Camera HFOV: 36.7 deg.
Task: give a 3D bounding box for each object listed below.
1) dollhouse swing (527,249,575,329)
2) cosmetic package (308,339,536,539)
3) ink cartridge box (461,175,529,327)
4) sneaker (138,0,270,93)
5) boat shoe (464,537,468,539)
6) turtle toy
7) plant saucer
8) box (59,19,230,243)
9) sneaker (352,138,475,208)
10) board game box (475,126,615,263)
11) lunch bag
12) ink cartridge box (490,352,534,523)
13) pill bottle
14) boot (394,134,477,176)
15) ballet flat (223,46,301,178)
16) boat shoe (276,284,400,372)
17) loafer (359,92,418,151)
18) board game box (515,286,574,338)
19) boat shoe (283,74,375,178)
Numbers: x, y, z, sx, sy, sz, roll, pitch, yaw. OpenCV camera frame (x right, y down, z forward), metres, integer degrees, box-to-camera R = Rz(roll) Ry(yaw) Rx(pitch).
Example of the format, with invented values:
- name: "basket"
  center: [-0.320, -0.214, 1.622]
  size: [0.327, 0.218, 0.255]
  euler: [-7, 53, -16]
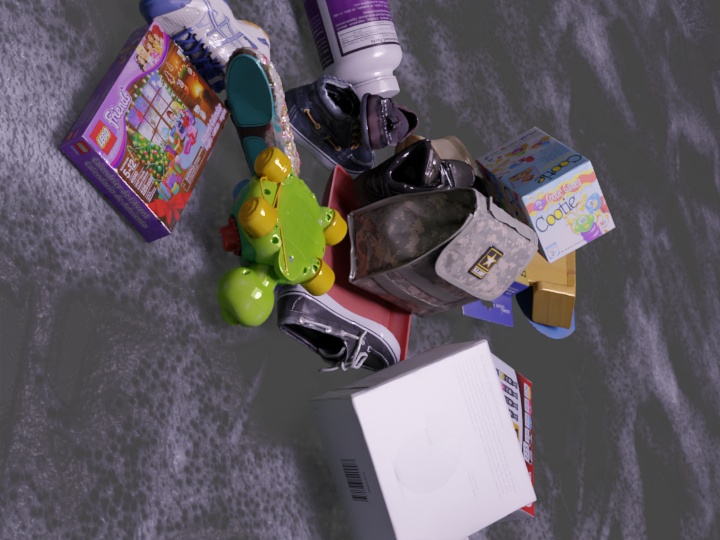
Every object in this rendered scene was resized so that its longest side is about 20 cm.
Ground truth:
- name: "dollhouse swing"
  center: [0.262, -0.029, 1.774]
  size: [0.182, 0.173, 0.203]
  euler: [76, 16, -62]
- name: "cosmetic package"
  center: [0.073, 0.211, 1.272]
  size: [0.198, 0.122, 0.202]
  euler: [-18, 91, -29]
- name: "ink cartridge box"
  center: [0.190, -0.029, 1.582]
  size: [0.197, 0.046, 0.203]
  euler: [15, 63, -60]
- name: "sneaker"
  center: [-0.167, -0.252, 1.229]
  size: [0.199, 0.074, 0.090]
  euler: [18, 62, -51]
- name: "boat shoe"
  center: [0.099, 0.314, 1.386]
  size: [0.202, 0.071, 0.069]
  euler: [63, 6, 2]
- name: "turtle toy"
  center: [-0.101, -0.028, 1.200]
  size: [0.146, 0.100, 0.202]
  euler: [47, 41, -34]
- name: "plant saucer"
  center: [0.000, 0.000, 1.403]
  size: [0.199, 0.036, 0.202]
  euler: [43, 42, -38]
- name: "box"
  center: [-0.218, -0.148, 1.135]
  size: [0.137, 0.039, 0.202]
  euler: [50, 39, -31]
- name: "sneaker"
  center: [0.096, -0.121, 1.419]
  size: [0.197, 0.114, 0.078]
  euler: [-5, 78, -38]
- name: "board game box"
  center: [0.247, -0.107, 1.476]
  size: [0.104, 0.104, 0.200]
  euler: [63, -1, -23]
- name: "lunch bag"
  center: [0.108, -0.027, 1.363]
  size: [0.163, 0.198, 0.120]
  euler: [26, 54, -49]
- name: "ink cartridge box"
  center: [0.165, 0.227, 1.505]
  size: [0.175, 0.083, 0.203]
  euler: [34, 49, -44]
- name: "pill bottle"
  center: [-0.011, -0.328, 1.467]
  size: [0.112, 0.111, 0.203]
  euler: [-15, 89, -57]
- name: "boot"
  center: [0.128, -0.105, 1.619]
  size: [0.155, 0.072, 0.203]
  euler: [-13, 84, -59]
- name: "ballet flat"
  center: [-0.111, -0.175, 1.248]
  size: [0.064, 0.074, 0.202]
  euler: [-63, 154, -47]
- name: "boat shoe"
  center: [-0.024, 0.085, 1.289]
  size: [0.199, 0.073, 0.069]
  euler: [40, 40, -41]
- name: "loafer"
  center: [0.038, -0.194, 1.394]
  size: [0.200, 0.062, 0.073]
  euler: [-54, 139, -79]
- name: "board game box"
  center: [0.299, 0.021, 1.846]
  size: [0.157, 0.039, 0.203]
  euler: [22, 58, -38]
- name: "boat shoe"
  center: [-0.021, -0.182, 1.403]
  size: [0.199, 0.090, 0.072]
  euler: [27, 54, -49]
